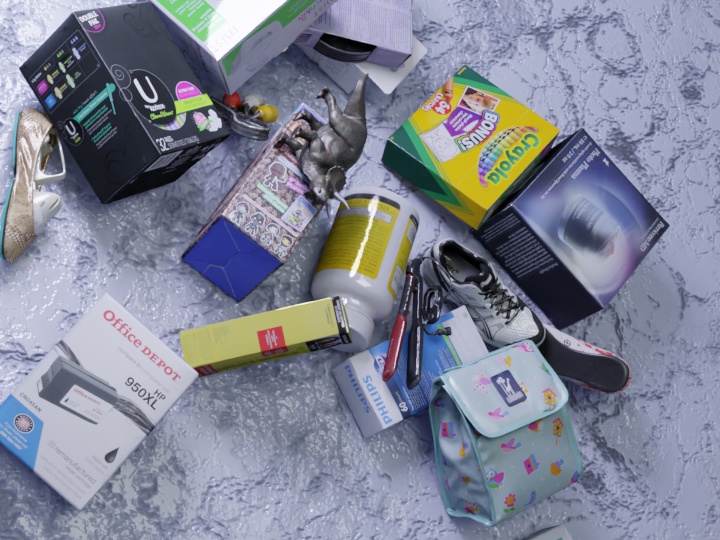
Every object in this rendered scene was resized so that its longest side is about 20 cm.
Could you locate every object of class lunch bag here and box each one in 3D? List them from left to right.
[{"bbox_3d":[0.182,0.203,1.619,0.170,0.122,0.201,-19,102,-32],"label":"lunch bag"}]

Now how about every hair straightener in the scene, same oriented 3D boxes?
[{"bbox_3d":[0.080,0.066,1.630,0.077,0.041,0.200,21,54,-14],"label":"hair straightener"}]

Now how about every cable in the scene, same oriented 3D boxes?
[{"bbox_3d":[-0.153,-0.206,1.605,0.097,0.200,0.050,21,97,-7],"label":"cable"}]

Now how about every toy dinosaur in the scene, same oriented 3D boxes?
[{"bbox_3d":[-0.036,-0.154,1.517,0.102,0.077,0.200,44,52,-19],"label":"toy dinosaur"}]

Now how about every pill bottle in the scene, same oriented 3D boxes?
[{"bbox_3d":[0.000,0.000,1.630,0.111,0.111,0.200,28,61,-16],"label":"pill bottle"}]

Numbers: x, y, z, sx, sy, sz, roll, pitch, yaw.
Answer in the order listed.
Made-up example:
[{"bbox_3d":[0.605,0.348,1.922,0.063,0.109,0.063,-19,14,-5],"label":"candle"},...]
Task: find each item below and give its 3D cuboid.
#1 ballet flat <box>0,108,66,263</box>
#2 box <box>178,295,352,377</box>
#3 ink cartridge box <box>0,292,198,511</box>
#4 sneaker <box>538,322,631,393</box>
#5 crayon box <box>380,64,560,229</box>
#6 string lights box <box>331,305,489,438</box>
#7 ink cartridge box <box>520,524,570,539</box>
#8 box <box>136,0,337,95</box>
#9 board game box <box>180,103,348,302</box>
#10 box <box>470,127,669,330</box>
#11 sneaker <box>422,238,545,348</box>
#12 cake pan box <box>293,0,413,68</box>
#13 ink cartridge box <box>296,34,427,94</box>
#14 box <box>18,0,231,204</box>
[{"bbox_3d":[-0.386,-0.103,1.492,0.065,0.071,0.201,3,71,-5],"label":"ballet flat"},{"bbox_3d":[-0.113,0.081,1.514,0.199,0.075,0.050,-12,77,0],"label":"box"},{"bbox_3d":[-0.301,0.145,1.409,0.145,0.084,0.200,42,76,-7],"label":"ink cartridge box"},{"bbox_3d":[0.284,0.121,1.760,0.201,0.108,0.067,21,89,18],"label":"sneaker"},{"bbox_3d":[0.157,-0.178,1.777,0.172,0.058,0.200,36,57,13],"label":"crayon box"},{"bbox_3d":[0.073,0.132,1.650,0.200,0.059,0.103,-22,82,-31],"label":"string lights box"},{"bbox_3d":[0.212,0.438,1.615,0.200,0.050,0.161,-17,80,-33],"label":"ink cartridge box"},{"bbox_3d":[-0.159,-0.358,1.607,0.200,0.097,0.176,-42,71,-11],"label":"box"},{"bbox_3d":[-0.113,-0.083,1.575,0.097,0.159,0.200,38,58,-9],"label":"board game box"},{"bbox_3d":[0.304,-0.060,1.803,0.198,0.123,0.200,47,59,-5],"label":"box"},{"bbox_3d":[0.167,0.035,1.692,0.200,0.088,0.076,37,71,7],"label":"sneaker"},{"bbox_3d":[-0.018,-0.385,1.719,0.184,0.052,0.201,8,69,-20],"label":"cake pan box"},{"bbox_3d":[-0.017,-0.335,1.771,0.200,0.068,0.116,43,59,-6],"label":"ink cartridge box"},{"bbox_3d":[-0.286,-0.207,1.528,0.200,0.124,0.148,58,33,3],"label":"box"}]
